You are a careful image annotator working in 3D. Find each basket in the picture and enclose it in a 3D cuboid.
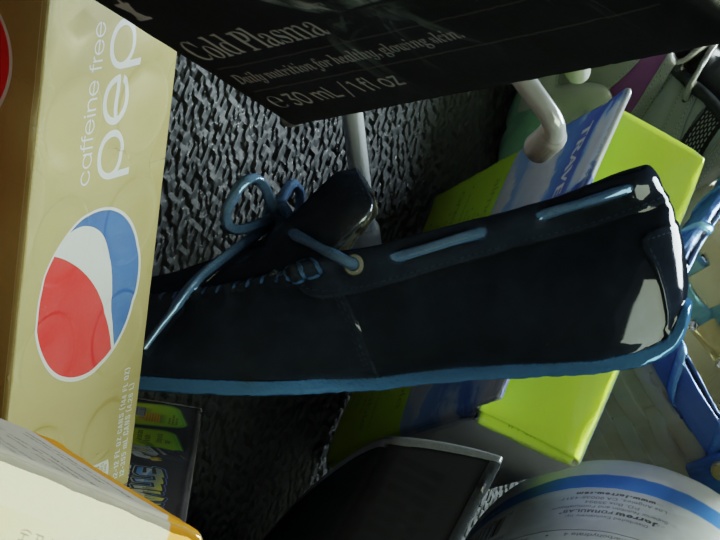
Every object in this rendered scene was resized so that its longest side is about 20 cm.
[{"bbox_3d":[0.172,0.024,0.970,0.139,0.200,0.176,52,48,-8],"label":"basket"}]

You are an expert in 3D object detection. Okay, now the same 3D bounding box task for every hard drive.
[{"bbox_3d":[-0.027,0.130,0.876,0.135,0.042,0.200,-59,-175,-28],"label":"hard drive"}]

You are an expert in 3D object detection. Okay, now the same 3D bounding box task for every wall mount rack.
[{"bbox_3d":[0.054,-0.078,0.889,0.200,0.174,0.075,-40,97,-23],"label":"wall mount rack"}]

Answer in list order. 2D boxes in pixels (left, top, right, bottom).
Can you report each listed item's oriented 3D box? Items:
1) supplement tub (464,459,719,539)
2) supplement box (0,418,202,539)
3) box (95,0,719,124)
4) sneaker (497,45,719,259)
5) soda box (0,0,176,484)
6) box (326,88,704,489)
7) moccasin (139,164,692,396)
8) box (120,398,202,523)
[{"bbox_3d":[0.070,0.160,0.864,0.200,0.132,0.132,-55,151,-61],"label":"supplement tub"},{"bbox_3d":[-0.149,0.072,0.566,0.200,0.073,0.126,28,88,-39],"label":"supplement box"},{"bbox_3d":[-0.022,-0.137,0.570,0.196,0.200,0.124,32,73,-24],"label":"box"},{"bbox_3d":[0.131,-0.095,1.052,0.078,0.140,0.200,-46,143,-47],"label":"sneaker"},{"bbox_3d":[-0.096,-0.034,0.723,0.068,0.064,0.200,-20,123,-59],"label":"soda box"},{"bbox_3d":[0.054,0.015,0.946,0.122,0.048,0.200,-67,-168,-16],"label":"box"},{"bbox_3d":[0.000,0.000,0.815,0.080,0.200,0.068,-118,-156,-84],"label":"moccasin"},{"bbox_3d":[-0.075,0.117,0.777,0.200,0.035,0.110,-93,-167,-76],"label":"box"}]
